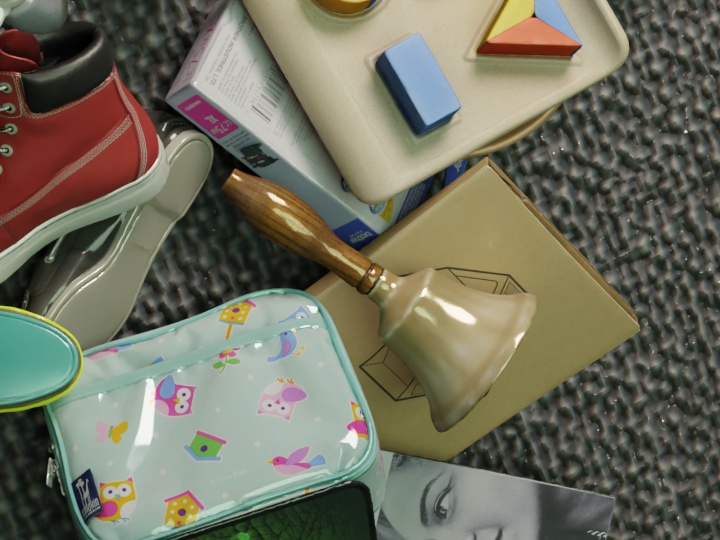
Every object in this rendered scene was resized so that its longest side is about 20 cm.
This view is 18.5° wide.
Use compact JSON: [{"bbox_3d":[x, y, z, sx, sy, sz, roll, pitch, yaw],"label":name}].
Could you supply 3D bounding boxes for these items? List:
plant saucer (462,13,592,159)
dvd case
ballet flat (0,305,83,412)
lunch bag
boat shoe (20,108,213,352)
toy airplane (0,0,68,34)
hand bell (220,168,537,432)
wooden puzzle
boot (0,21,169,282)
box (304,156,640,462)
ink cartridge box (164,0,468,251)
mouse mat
[{"bbox_3d":[0.048,-0.167,1.417,0.199,0.037,0.201,1,84,-7],"label":"plant saucer"},{"bbox_3d":[0.071,0.206,1.480,0.199,0.016,0.149,14,90,-26],"label":"dvd case"},{"bbox_3d":[-0.268,0.059,1.333,0.199,0.067,0.067,-4,79,-12],"label":"ballet flat"},{"bbox_3d":[-0.096,0.101,1.358,0.199,0.077,0.161,-17,57,-7],"label":"lunch bag"},{"bbox_3d":[-0.167,-0.013,1.396,0.200,0.057,0.067,-56,147,-7],"label":"boat shoe"},{"bbox_3d":[-0.252,-0.147,1.169,0.199,0.200,0.142,22,56,-31],"label":"toy airplane"},{"bbox_3d":[0.000,0.000,1.367,0.200,0.104,0.104,36,79,-6],"label":"hand bell"},{"bbox_3d":[0.044,-0.166,1.374,0.199,0.046,0.186,-30,88,-9],"label":"wooden puzzle"},{"bbox_3d":[-0.225,-0.067,1.306,0.199,0.073,0.144,-29,140,-4],"label":"boot"},{"bbox_3d":[0.055,0.038,1.441,0.200,0.021,0.163,-36,118,19],"label":"box"},{"bbox_3d":[-0.022,-0.098,1.433,0.200,0.042,0.120,37,54,-20],"label":"ink cartridge box"},{"bbox_3d":[-0.062,0.209,1.357,0.160,0.008,0.200,-18,140,-8],"label":"mouse mat"}]
